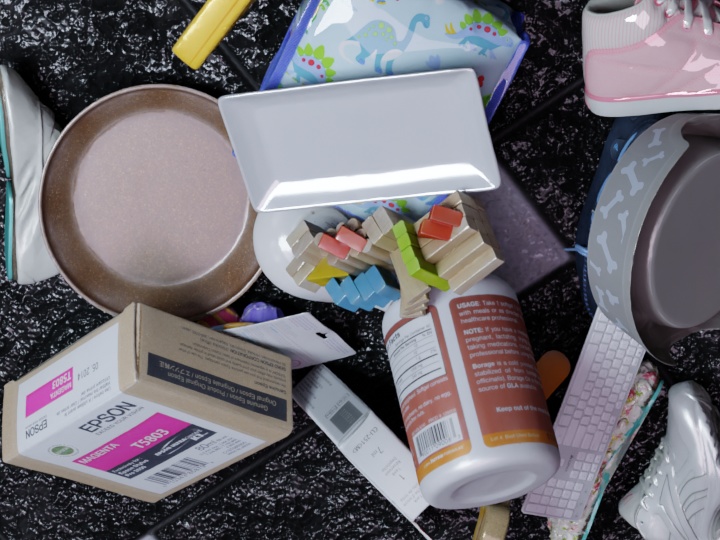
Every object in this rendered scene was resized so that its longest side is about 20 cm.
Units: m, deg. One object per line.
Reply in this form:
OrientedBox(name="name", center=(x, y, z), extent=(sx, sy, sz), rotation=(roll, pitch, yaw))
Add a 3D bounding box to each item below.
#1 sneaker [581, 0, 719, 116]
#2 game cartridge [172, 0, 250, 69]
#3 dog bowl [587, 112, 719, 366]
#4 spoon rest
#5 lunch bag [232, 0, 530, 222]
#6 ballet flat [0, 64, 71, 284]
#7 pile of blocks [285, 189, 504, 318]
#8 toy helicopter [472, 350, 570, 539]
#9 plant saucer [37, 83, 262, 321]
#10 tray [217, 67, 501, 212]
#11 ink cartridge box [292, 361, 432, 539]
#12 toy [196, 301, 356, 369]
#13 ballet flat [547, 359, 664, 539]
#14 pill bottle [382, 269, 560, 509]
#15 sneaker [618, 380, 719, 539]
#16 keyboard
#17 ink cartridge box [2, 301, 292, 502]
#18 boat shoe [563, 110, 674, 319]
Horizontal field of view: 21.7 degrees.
OrientedBox(name="sneaker", center=(0.261, -0.182, 1.426), extent=(0.198, 0.076, 0.105), rotation=(-6, 121, 15))
OrientedBox(name="game cartridge", center=(-0.056, -0.245, 1.366), extent=(0.032, 0.200, 0.177), rotation=(37, 116, -9))
OrientedBox(name="dog bowl", center=(0.253, -0.030, 1.453), extent=(0.058, 0.199, 0.202), rotation=(26, 127, 42))
OrientedBox(name="spoon rest", center=(0.000, 0.000, 1.553), extent=(0.199, 0.061, 0.100), rotation=(34, 82, -12))
OrientedBox(name="lunch bag", center=(0.014, -0.139, 1.452), extent=(0.169, 0.128, 0.201), rotation=(25, 107, -6))
OrientedBox(name="ballet flat", center=(-0.268, -0.081, 1.559), extent=(0.069, 0.070, 0.202), rotation=(5, 121, 5))
OrientedBox(name="pile of blocks", center=(0.011, -0.008, 1.427), extent=(0.199, 0.083, 0.062), rotation=(-13, 157, 38))
OrientedBox(name="toy helicopter", center=(0.121, 0.150, 1.539), extent=(0.078, 0.201, 0.133), rotation=(20, 133, -5))
OrientedBox(name="plant saucer", center=(-0.164, -0.056, 1.547), extent=(0.198, 0.037, 0.203), rotation=(-1, 104, -4))
OrientedBox(name="tray", center=(0.001, -0.100, 1.400), extent=(0.198, 0.022, 0.108), rotation=(-5, 125, 17))
OrientedBox(name="ink cartridge box", center=(0.029, 0.168, 1.564), extent=(0.044, 0.200, 0.174), rotation=(-45, 106, -3))
OrientedBox(name="toy", center=(-0.117, 0.057, 1.597), extent=(0.198, 0.048, 0.115), rotation=(-15, 157, 16))
OrientedBox(name="ballet flat", center=(0.195, 0.157, 1.612), extent=(0.063, 0.076, 0.201), rotation=(24, 108, 5))
OrientedBox(name="pill bottle", center=(0.080, 0.074, 1.461), extent=(0.111, 0.202, 0.112), rotation=(-11, 157, -5))
OrientedBox(name="sneaker", center=(0.268, 0.188, 1.611), extent=(0.098, 0.078, 0.202), rotation=(-4, 115, 13))
OrientedBox(name="keyboard", center=(0.188, 0.115, 1.544), extent=(0.056, 0.011, 0.202), rotation=(9, 110, -26))
OrientedBox(name="ink cartridge box", center=(-0.179, 0.115, 1.565), extent=(0.164, 0.076, 0.199), rotation=(20, 144, -37))
OrientedBox(name="boat shoe", center=(0.206, -0.041, 1.507), extent=(0.083, 0.069, 0.202), rotation=(4, 118, 6))
